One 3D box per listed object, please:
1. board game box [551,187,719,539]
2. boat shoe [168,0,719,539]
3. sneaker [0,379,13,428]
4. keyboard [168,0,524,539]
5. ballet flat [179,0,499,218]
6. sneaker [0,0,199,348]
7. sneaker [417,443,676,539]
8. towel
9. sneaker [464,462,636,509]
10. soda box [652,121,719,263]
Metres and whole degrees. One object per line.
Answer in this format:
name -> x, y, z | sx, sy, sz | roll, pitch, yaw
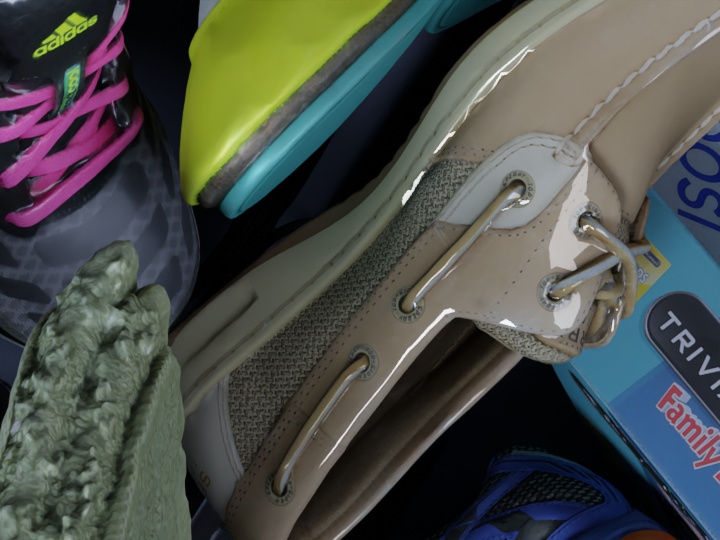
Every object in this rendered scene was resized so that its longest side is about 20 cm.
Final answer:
board game box -> 0.122, 0.083, 0.754 | 0.047, 0.151, 0.200 | -37, 150, -3
boat shoe -> 0.039, -0.006, 0.668 | 0.200, 0.065, 0.071 | -42, 154, 17
sneaker -> -0.101, 0.120, 0.670 | 0.083, 0.072, 0.201 | 25, 87, -44
keyboard -> 0.000, 0.000, 0.757 | 0.200, 0.021, 0.127 | -58, 138, -12
ballet flat -> 0.001, -0.079, 0.683 | 0.067, 0.067, 0.200 | 46, 44, 3
sneaker -> -0.079, -0.052, 0.622 | 0.074, 0.087, 0.200 | -40, 125, -25
sneaker -> 0.002, 0.123, 0.747 | 0.200, 0.079, 0.075 | -36, 133, 5
towel -> -0.063, 0.109, 0.567 | 0.200, 0.036, 0.149 | -82, 173, -45
sneaker -> 0.057, 0.142, 0.825 | 0.085, 0.078, 0.201 | -24, 127, -42
soda box -> 0.106, -0.068, 0.744 | 0.068, 0.063, 0.200 | -52, 154, -31
